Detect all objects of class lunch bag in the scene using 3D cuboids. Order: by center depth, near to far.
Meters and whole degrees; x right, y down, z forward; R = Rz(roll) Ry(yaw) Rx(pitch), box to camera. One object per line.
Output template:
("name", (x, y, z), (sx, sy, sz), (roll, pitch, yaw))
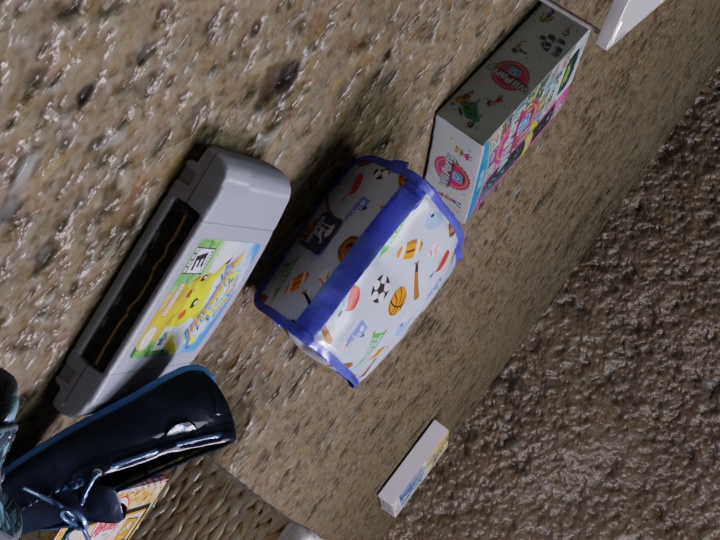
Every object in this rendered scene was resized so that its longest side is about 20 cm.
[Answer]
("lunch bag", (0.000, 0.000, 0.990), (0.170, 0.124, 0.200), (-53, 173, -4))

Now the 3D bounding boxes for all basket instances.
("basket", (-0.152, 0.285, 1.060), (0.200, 0.161, 0.198), (-52, 165, -12))

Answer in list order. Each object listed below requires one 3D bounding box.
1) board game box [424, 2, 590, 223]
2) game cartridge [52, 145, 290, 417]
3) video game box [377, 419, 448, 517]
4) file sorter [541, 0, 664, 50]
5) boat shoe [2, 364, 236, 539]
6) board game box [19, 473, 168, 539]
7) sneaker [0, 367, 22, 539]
("board game box", (0.151, -0.167, 1.211), (0.200, 0.064, 0.148), (-47, 163, -24))
("game cartridge", (-0.123, 0.010, 0.792), (0.200, 0.040, 0.133), (-57, 169, 9))
("video game box", (0.114, 0.426, 2.452), (0.200, 0.047, 0.182), (-51, 168, -13))
("file sorter", (0.227, -0.323, 0.978), (0.139, 0.124, 0.200), (-41, 160, -39))
("boat shoe", (-0.174, 0.136, 0.757), (0.199, 0.069, 0.084), (-32, 168, -9))
("board game box", (-0.245, 0.235, 0.878), (0.200, 0.046, 0.151), (-56, 165, 4))
("sneaker", (-0.212, 0.103, 0.626), (0.096, 0.079, 0.200), (-52, 166, -19))
